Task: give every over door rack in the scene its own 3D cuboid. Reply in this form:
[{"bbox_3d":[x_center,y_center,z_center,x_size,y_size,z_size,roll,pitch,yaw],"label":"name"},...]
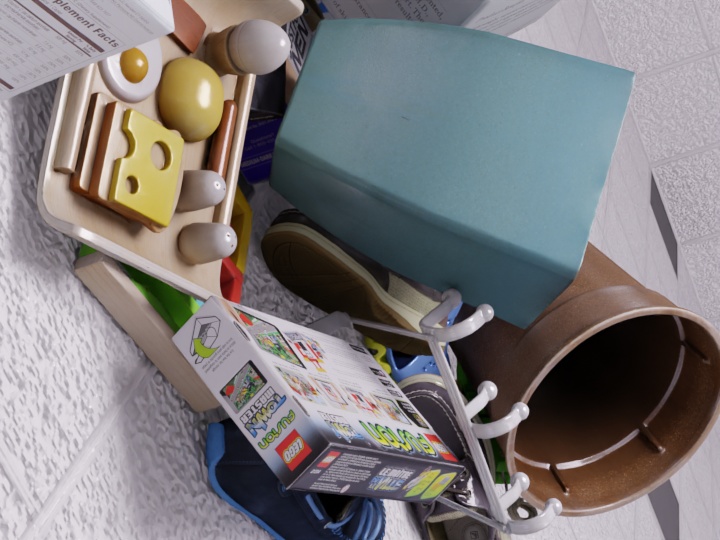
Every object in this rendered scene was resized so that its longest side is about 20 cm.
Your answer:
[{"bbox_3d":[0.050,0.092,0.932,0.066,0.200,0.149,-26,100,-29],"label":"over door rack"}]

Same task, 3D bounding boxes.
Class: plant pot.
[{"bbox_3d":[0.168,0.065,1.153,0.201,0.200,0.198,56,-1,-38],"label":"plant pot"},{"bbox_3d":[0.049,-0.074,0.896,0.141,0.199,0.142,111,-1,-73],"label":"plant pot"}]

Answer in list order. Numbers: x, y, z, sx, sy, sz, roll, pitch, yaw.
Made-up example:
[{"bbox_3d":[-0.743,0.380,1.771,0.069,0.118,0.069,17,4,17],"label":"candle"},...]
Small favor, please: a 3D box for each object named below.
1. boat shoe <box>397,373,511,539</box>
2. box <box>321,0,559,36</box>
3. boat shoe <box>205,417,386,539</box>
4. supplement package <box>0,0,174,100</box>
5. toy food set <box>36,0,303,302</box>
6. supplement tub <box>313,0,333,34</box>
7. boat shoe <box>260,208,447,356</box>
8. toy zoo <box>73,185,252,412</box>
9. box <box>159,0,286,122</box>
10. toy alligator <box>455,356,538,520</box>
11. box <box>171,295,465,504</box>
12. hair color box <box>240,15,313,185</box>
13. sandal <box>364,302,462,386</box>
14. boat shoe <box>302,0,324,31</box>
[{"bbox_3d":[0.074,0.179,1.100,0.065,0.072,0.201,-70,145,-66],"label":"boat shoe"},{"bbox_3d":[0.058,-0.265,0.992,0.199,0.131,0.201,-32,86,-42],"label":"box"},{"bbox_3d":[-0.022,0.142,0.871,0.200,0.068,0.085,35,42,-59],"label":"boat shoe"},{"bbox_3d":[-0.183,-0.218,0.675,0.156,0.110,0.201,37,40,-59],"label":"supplement package"},{"bbox_3d":[-0.093,-0.088,0.762,0.143,0.060,0.201,30,62,-50],"label":"toy food set"},{"bbox_3d":[-0.019,-0.298,1.146,0.201,0.131,0.132,64,22,-22],"label":"supplement tub"},{"bbox_3d":[0.000,0.000,1.009,0.200,0.073,0.065,40,56,-48],"label":"boat shoe"},{"bbox_3d":[-0.112,-0.031,0.843,0.131,0.020,0.201,56,26,-38],"label":"toy zoo"},{"bbox_3d":[-0.100,-0.199,0.841,0.143,0.036,0.201,3,89,-52],"label":"box"},{"bbox_3d":[0.107,0.155,1.208,0.201,0.059,0.054,-107,-151,-44],"label":"toy alligator"},{"bbox_3d":[-0.018,0.080,0.799,0.110,0.035,0.200,49,11,25],"label":"box"},{"bbox_3d":[-0.090,-0.173,0.958,0.200,0.064,0.110,58,26,-33],"label":"hair color box"},{"bbox_3d":[0.045,0.034,1.117,0.080,0.087,0.201,-65,136,-64],"label":"sandal"},{"bbox_3d":[-0.084,-0.264,1.024,0.201,0.076,0.072,64,23,-22],"label":"boat shoe"}]
